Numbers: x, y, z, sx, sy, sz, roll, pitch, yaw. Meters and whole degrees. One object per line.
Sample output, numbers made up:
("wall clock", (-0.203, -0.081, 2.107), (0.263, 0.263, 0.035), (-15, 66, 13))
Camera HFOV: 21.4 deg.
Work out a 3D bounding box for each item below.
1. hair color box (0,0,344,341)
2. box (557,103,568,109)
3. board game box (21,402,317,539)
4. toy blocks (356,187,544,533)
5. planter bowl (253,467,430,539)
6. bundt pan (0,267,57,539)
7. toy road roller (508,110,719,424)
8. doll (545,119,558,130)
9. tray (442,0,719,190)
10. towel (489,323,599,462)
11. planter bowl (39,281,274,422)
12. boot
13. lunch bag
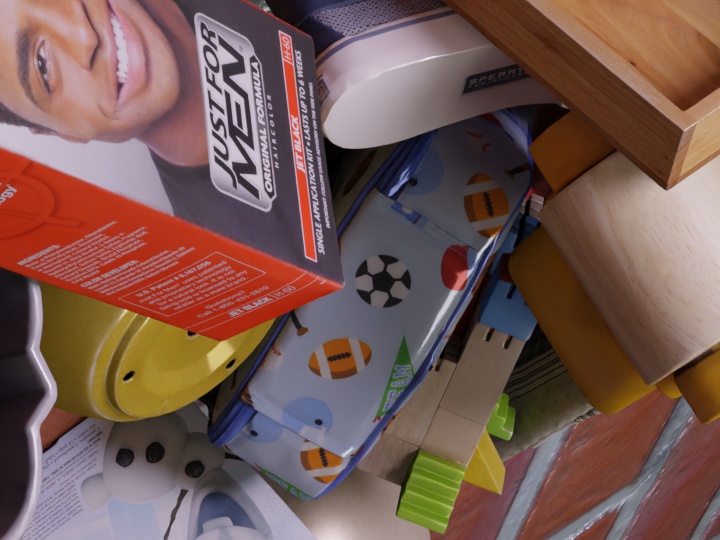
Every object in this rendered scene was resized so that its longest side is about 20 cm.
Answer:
("hair color box", (-0.092, -0.054, 0.598), (0.061, 0.102, 0.200), (-23, 153, 32))
("box", (0.152, -0.165, 0.895), (0.176, 0.097, 0.200), (-54, 155, 18))
("board game box", (-0.107, 0.176, 0.876), (0.200, 0.199, 0.043), (-36, 154, -19))
("toy blocks", (0.054, 0.016, 0.959), (0.200, 0.099, 0.137), (-73, -175, -62))
("planter bowl", (-0.036, 0.177, 1.073), (0.200, 0.135, 0.201), (-36, 153, -21))
("bundt pan", (-0.191, 0.028, 0.556), (0.076, 0.203, 0.201), (-17, 177, 39))
("toy road roller", (0.121, 0.001, 0.783), (0.146, 0.123, 0.200), (-37, 171, 30))
("doll", (0.123, -0.022, 0.982), (0.200, 0.048, 0.137), (-84, -161, -55))
("tray", (0.078, -0.122, 0.712), (0.098, 0.200, 0.037), (-33, 151, -26))
("towel", (0.151, -0.002, 1.019), (0.200, 0.034, 0.193), (-33, -149, 48))
("planter bowl", (-0.088, 0.000, 0.778), (0.200, 0.083, 0.201), (-36, 154, -20))
("boot", (0.059, -0.116, 0.765), (0.199, 0.091, 0.073), (-12, 151, -22))
("lunch bag", (0.000, 0.000, 0.876), (0.200, 0.075, 0.160), (-54, -168, 20))
